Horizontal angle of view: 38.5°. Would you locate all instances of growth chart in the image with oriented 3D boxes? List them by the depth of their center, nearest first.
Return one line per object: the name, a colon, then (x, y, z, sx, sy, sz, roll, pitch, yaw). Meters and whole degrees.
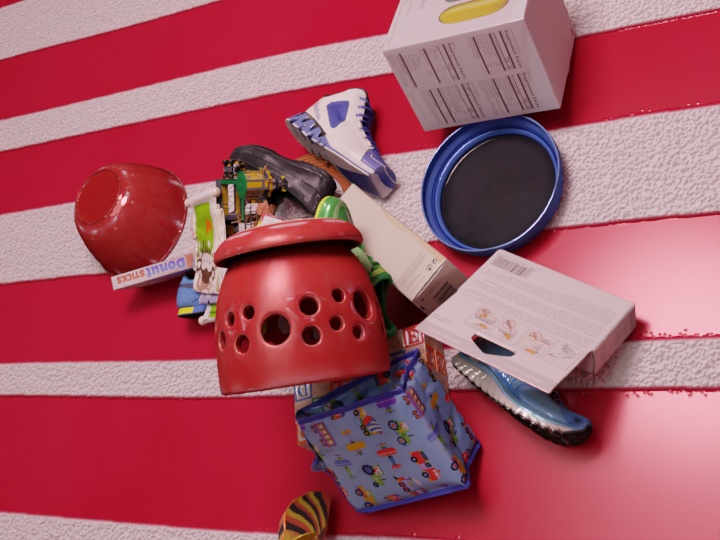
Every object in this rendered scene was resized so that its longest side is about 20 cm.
growth chart: (-0.215, -0.020, 1.461, 0.144, 0.018, 0.202, -25, 70, 59)

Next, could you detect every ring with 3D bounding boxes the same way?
ring: (-0.082, -0.088, 1.536, 0.199, 0.019, 0.202, -13, 62, 26)

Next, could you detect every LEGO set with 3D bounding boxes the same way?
LEGO set: (-0.127, -0.057, 1.437, 0.153, 0.115, 0.202, -6, 89, 62)

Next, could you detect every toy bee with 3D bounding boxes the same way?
toy bee: (-0.083, 0.365, 1.260, 0.201, 0.108, 0.132, -107, 28, -54)

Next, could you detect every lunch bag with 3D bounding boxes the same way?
lunch bag: (0.020, 0.211, 1.251, 0.199, 0.151, 0.094, -27, 15, 27)

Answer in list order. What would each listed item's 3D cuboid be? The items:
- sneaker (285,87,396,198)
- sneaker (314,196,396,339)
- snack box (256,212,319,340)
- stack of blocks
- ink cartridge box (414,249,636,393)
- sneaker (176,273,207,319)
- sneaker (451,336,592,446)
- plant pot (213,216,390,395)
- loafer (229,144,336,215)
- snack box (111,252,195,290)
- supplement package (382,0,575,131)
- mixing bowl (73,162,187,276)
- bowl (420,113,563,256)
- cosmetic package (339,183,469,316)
sneaker: (-0.010, -0.203, 1.495, 0.115, 0.081, 0.199, -46, 58, -8)
sneaker: (0.000, 0.000, 1.295, 0.083, 0.074, 0.202, -18, 90, 34)
snack box: (-0.086, 0.032, 1.366, 0.053, 0.200, 0.143, 19, 79, 39)
stack of blocks: (0.012, 0.156, 1.338, 0.199, 0.058, 0.116, -20, 60, 24)
ink cartridge box: (0.194, 0.068, 1.221, 0.199, 0.045, 0.176, 25, 52, 38)
sneaker: (-0.192, 0.026, 1.518, 0.198, 0.066, 0.079, -6, 76, 33)
sneaker: (0.198, 0.129, 1.222, 0.200, 0.078, 0.090, 37, 87, 38)
plant pot: (-0.076, 0.043, 1.193, 0.199, 0.200, 0.184, -14, 82, 27)
loafer: (-0.125, -0.134, 1.529, 0.199, 0.068, 0.071, 22, 74, 34)
snack box: (-0.286, -0.003, 1.592, 0.198, 0.072, 0.025, -15, 85, 26)
supplement package: (0.161, -0.304, 1.373, 0.198, 0.151, 0.153, -6, 48, 30)
mixing bowl: (-0.393, -0.098, 1.683, 0.199, 0.108, 0.202, -14, 62, 28)
bowl: (0.176, -0.111, 1.368, 0.199, 0.039, 0.203, -14, 62, 27)
cosmetic package: (0.049, -0.021, 1.368, 0.073, 0.103, 0.200, -49, 53, 2)
